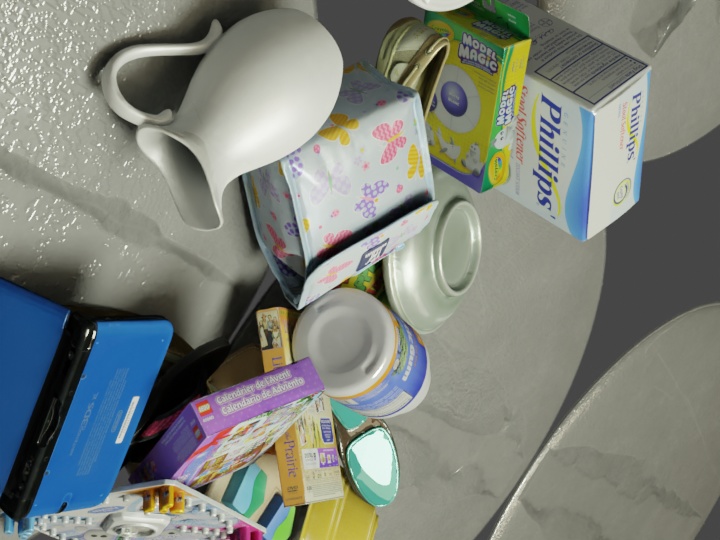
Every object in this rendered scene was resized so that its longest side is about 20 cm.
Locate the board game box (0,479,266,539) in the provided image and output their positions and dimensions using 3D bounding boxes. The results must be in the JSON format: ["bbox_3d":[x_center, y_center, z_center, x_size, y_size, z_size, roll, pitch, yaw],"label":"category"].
[{"bbox_3d":[-0.224,0.259,1.605,0.200,0.198,0.026,42,40,-56],"label":"board game box"}]

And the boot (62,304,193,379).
[{"bbox_3d":[-0.252,0.119,1.537,0.199,0.072,0.156,14,107,-52],"label":"boot"}]

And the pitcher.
[{"bbox_3d":[-0.121,-0.162,1.433,0.200,0.121,0.172,-47,109,-28],"label":"pitcher"}]

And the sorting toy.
[{"bbox_3d":[-0.098,0.224,1.773,0.185,0.036,0.202,56,47,-52],"label":"sorting toy"}]

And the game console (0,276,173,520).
[{"bbox_3d":[-0.288,0.107,1.443,0.170,0.118,0.202,0,119,-54],"label":"game console"}]

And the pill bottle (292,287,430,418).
[{"bbox_3d":[0.010,0.095,1.709,0.113,0.112,0.200,-55,156,-1],"label":"pill bottle"}]

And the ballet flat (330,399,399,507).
[{"bbox_3d":[-0.006,0.176,1.850,0.067,0.068,0.202,-24,114,-9],"label":"ballet flat"}]

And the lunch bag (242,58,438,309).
[{"bbox_3d":[-0.016,-0.076,1.592,0.169,0.127,0.202,-28,132,-23],"label":"lunch bag"}]

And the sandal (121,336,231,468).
[{"bbox_3d":[-0.188,0.145,1.541,0.200,0.045,0.075,-47,161,2],"label":"sandal"}]

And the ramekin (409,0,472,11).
[{"bbox_3d":[0.073,-0.355,1.522,0.202,0.094,0.204,-33,141,-31],"label":"ramekin"}]

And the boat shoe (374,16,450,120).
[{"bbox_3d":[0.045,-0.160,1.679,0.073,0.063,0.203,-13,127,-46],"label":"boat shoe"}]

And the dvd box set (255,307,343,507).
[{"bbox_3d":[-0.062,0.143,1.687,0.146,0.029,0.203,17,63,-75],"label":"dvd box set"}]

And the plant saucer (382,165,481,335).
[{"bbox_3d":[0.091,-0.027,1.796,0.199,0.050,0.203,-15,108,-58],"label":"plant saucer"}]

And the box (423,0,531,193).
[{"bbox_3d":[0.113,-0.195,1.688,0.048,0.117,0.202,-23,134,-39],"label":"box"}]

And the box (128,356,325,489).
[{"bbox_3d":[-0.131,0.158,1.552,0.136,0.039,0.200,-20,163,-34],"label":"box"}]

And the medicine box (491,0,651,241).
[{"bbox_3d":[0.206,-0.165,1.753,0.103,0.199,0.183,-34,141,-28],"label":"medicine box"}]

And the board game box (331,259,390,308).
[{"bbox_3d":[0.000,0.000,1.772,0.102,0.047,0.200,-55,147,-1],"label":"board game box"}]

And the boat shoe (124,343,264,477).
[{"bbox_3d":[-0.164,0.148,1.668,0.200,0.074,0.067,-47,151,-14],"label":"boat shoe"}]

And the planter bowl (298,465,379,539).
[{"bbox_3d":[-0.028,0.321,1.888,0.200,0.082,0.203,15,90,-86],"label":"planter bowl"}]
